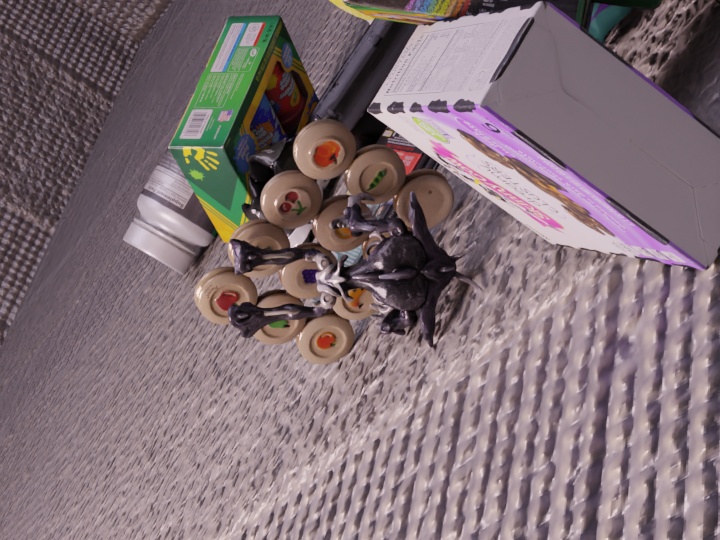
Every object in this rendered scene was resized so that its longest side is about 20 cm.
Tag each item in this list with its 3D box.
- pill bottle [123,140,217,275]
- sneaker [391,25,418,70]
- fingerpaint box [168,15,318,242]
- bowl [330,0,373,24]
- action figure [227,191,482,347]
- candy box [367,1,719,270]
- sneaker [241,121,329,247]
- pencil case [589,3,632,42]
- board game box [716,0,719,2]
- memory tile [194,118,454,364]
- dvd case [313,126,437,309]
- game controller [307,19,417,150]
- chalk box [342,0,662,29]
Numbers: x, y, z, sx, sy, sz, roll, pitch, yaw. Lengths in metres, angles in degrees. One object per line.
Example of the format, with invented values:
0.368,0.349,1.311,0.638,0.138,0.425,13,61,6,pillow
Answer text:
-0.222,-0.103,1.859,0.200,0.113,0.113,-60,18,-3,pill bottle
0.087,-0.217,1.271,0.079,0.075,0.200,-47,18,59,sneaker
-0.121,-0.158,1.593,0.073,0.167,0.200,3,54,24,fingerpaint box
0.042,-0.301,1.451,0.200,0.199,0.108,-121,21,-70,bowl
0.000,0.000,1.094,0.102,0.199,0.119,-40,-56,-72,action figure
0.115,-0.079,0.852,0.072,0.167,0.200,-58,17,-5,candy box
-0.073,-0.115,1.518,0.066,0.090,0.201,-30,34,49,sneaker
0.203,-0.248,1.019,0.200,0.092,0.085,-48,58,24,pencil case
0.291,-0.257,0.907,0.200,0.023,0.105,-54,16,13,board game box
-0.028,-0.018,1.157,0.200,0.153,0.017,-55,30,17,memory tile
0.010,-0.056,1.325,0.200,0.022,0.146,-58,18,-3,dvd case
0.030,-0.198,1.380,0.042,0.104,0.200,43,105,29,game controller
0.103,-0.216,0.929,0.124,0.199,0.125,-36,-44,-79,chalk box
